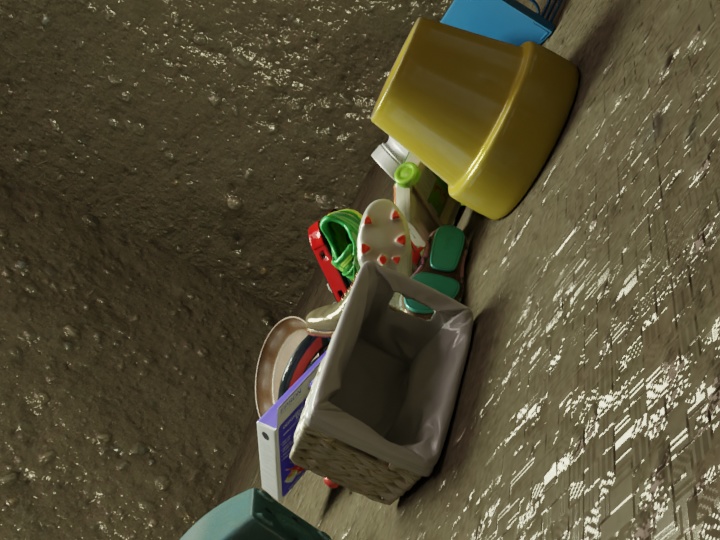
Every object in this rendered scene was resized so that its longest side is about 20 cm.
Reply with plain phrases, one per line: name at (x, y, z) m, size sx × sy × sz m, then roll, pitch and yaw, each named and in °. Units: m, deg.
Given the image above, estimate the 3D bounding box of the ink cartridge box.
ink cartridge box at (-0.070, 0.187, 1.263) m, size 0.198 × 0.043 × 0.202 m, roll -44°, pitch -30°, yaw -41°

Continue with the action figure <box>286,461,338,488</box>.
action figure at (-0.040, 0.209, 1.229) m, size 0.201 × 0.097 × 0.066 m, roll -75°, pitch -10°, yaw -50°

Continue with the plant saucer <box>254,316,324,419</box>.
plant saucer at (-0.112, 0.179, 1.507) m, size 0.199 × 0.034 × 0.204 m, roll -19°, pitch 66°, yaw 51°

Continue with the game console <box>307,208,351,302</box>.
game console at (-0.014, 0.006, 1.414) m, size 0.031 × 0.202 × 0.177 m, roll -23°, pitch 8°, yaw 17°

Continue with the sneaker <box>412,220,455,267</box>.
sneaker at (0.082, -0.058, 1.323) m, size 0.077 × 0.084 × 0.202 m, roll -100°, pitch 36°, yaw -77°

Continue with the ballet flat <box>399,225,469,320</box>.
ballet flat at (0.090, 0.022, 1.081) m, size 0.201 × 0.068 × 0.072 m, roll -66°, pitch -13°, yaw -54°

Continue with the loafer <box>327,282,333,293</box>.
loafer at (-0.002, 0.027, 1.563) m, size 0.070 × 0.070 × 0.200 m, roll -37°, pitch -9°, yaw 16°

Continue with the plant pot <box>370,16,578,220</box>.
plant pot at (0.120, -0.188, 1.044) m, size 0.203 × 0.187 × 0.201 m, roll -63°, pitch 6°, yaw 13°

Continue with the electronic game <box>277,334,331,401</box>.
electronic game at (-0.057, 0.167, 1.377) m, size 0.199 × 0.041 × 0.203 m, roll -35°, pitch -44°, yaw -41°

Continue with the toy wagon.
toy wagon at (0.107, -0.132, 1.191) m, size 0.155 × 0.039 × 0.202 m, roll 49°, pitch -122°, yaw -49°

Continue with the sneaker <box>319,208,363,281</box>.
sneaker at (0.000, 0.000, 1.294) m, size 0.083 × 0.201 × 0.074 m, roll -5°, pitch -36°, yaw -49°

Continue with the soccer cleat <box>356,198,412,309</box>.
soccer cleat at (0.038, 0.014, 1.124) m, size 0.078 × 0.068 × 0.203 m, roll 47°, pitch -147°, yaw -82°

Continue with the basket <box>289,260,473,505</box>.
basket at (0.019, 0.118, 0.923) m, size 0.124 × 0.134 × 0.202 m, roll 120°, pitch 173°, yaw -48°

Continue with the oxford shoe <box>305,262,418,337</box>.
oxford shoe at (0.003, 0.035, 1.215) m, size 0.198 × 0.075 × 0.071 m, roll -19°, pitch 22°, yaw 25°

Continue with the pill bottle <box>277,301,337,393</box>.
pill bottle at (-0.061, 0.155, 1.566) m, size 0.202 × 0.110 × 0.111 m, roll -61°, pitch 7°, yaw 22°

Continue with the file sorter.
file sorter at (0.214, -0.399, 1.352) m, size 0.124 × 0.138 × 0.200 m, roll -61°, pitch 5°, yaw -13°

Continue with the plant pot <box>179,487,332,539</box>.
plant pot at (-0.123, 0.355, 0.959) m, size 0.201 × 0.195 × 0.196 m, roll -55°, pitch 6°, yaw -1°

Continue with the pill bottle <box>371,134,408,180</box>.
pill bottle at (0.113, -0.212, 1.330) m, size 0.200 × 0.112 × 0.112 m, roll -46°, pitch 9°, yaw 9°
